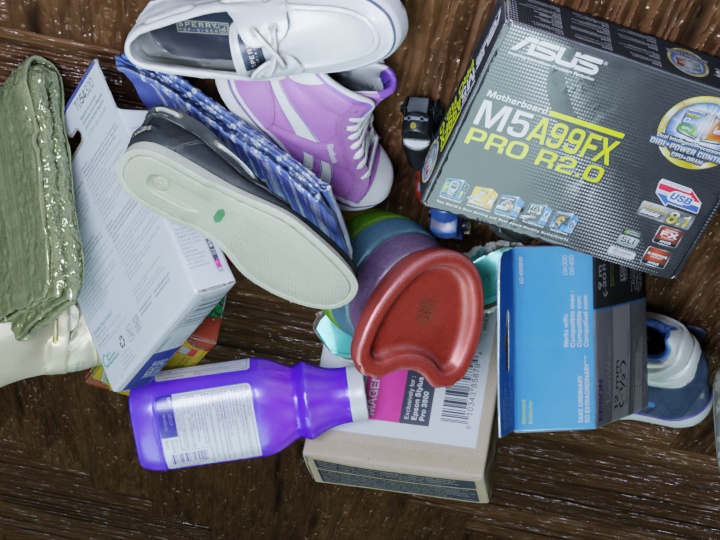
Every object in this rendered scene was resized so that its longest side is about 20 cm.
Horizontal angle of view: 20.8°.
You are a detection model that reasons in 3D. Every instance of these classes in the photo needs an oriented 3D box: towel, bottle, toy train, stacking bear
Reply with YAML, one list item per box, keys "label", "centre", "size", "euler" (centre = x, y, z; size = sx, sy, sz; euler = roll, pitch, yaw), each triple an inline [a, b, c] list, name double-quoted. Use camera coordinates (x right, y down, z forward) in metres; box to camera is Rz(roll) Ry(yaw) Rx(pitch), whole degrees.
- label: "towel"
  centre: [-0.261, -0.054, 1.538]
  size: [0.036, 0.202, 0.148]
  euler: [-5, 169, -32]
- label: "towel"
  centre: [-0.093, -0.085, 1.471]
  size: [0.199, 0.024, 0.145]
  euler: [37, 170, 17]
- label: "bottle"
  centre: [-0.093, 0.116, 1.656]
  size: [0.198, 0.065, 0.084]
  euler: [-9, 114, 0]
- label: "toy train"
  centre: [0.060, -0.072, 1.525]
  size: [0.034, 0.046, 0.200]
  euler: [5, 158, 15]
- label: "stacking bear"
  centre: [0.000, 0.000, 1.595]
  size: [0.121, 0.114, 0.200]
  euler: [11, -166, -40]

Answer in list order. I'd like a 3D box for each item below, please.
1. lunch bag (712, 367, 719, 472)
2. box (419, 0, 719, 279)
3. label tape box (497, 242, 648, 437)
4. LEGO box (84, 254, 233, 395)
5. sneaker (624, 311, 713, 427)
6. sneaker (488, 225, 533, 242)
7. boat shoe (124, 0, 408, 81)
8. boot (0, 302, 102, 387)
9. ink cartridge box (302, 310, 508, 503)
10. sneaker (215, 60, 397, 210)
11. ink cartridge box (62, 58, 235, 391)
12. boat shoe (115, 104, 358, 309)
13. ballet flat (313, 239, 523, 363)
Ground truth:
- label: "lunch bag"
  centre: [0.434, 0.144, 1.768]
  size: [0.167, 0.140, 0.199]
  euler: [-26, 139, 36]
- label: "box"
  centre: [0.159, -0.090, 1.341]
  size: [0.199, 0.044, 0.161]
  euler: [16, 128, -13]
- label: "label tape box"
  centre: [0.169, 0.050, 1.542]
  size: [0.066, 0.145, 0.200]
  euler: [0, -176, 24]
- label: "LEGO box"
  centre: [-0.171, 0.014, 1.709]
  size: [0.077, 0.150, 0.200]
  euler: [16, 158, -14]
- label: "sneaker"
  centre: [0.220, 0.077, 1.791]
  size: [0.199, 0.081, 0.147]
  euler: [5, 148, 27]
- label: "sneaker"
  centre: [0.123, -0.068, 1.469]
  size: [0.098, 0.071, 0.200]
  euler: [-6, 157, 25]
- label: "boat shoe"
  centre: [-0.066, -0.155, 1.327]
  size: [0.199, 0.065, 0.074]
  euler: [-1, 124, 27]
- label: "boot"
  centre: [-0.302, 0.001, 1.626]
  size: [0.154, 0.202, 0.073]
  euler: [-17, 179, -18]
- label: "ink cartridge box"
  centre: [0.047, 0.091, 1.726]
  size: [0.163, 0.201, 0.075]
  euler: [6, 158, 11]
- label: "sneaker"
  centre: [-0.008, -0.107, 1.443]
  size: [0.114, 0.073, 0.200]
  euler: [-8, 152, 33]
- label: "ink cartridge box"
  centre: [-0.181, -0.034, 1.515]
  size: [0.043, 0.201, 0.196]
  euler: [-14, 163, -31]
- label: "boat shoe"
  centre: [-0.080, -0.046, 1.412]
  size: [0.199, 0.068, 0.072]
  euler: [35, 129, -15]
- label: "ballet flat"
  centre: [0.059, 0.030, 1.677]
  size: [0.199, 0.072, 0.072]
  euler: [-18, 154, 3]
